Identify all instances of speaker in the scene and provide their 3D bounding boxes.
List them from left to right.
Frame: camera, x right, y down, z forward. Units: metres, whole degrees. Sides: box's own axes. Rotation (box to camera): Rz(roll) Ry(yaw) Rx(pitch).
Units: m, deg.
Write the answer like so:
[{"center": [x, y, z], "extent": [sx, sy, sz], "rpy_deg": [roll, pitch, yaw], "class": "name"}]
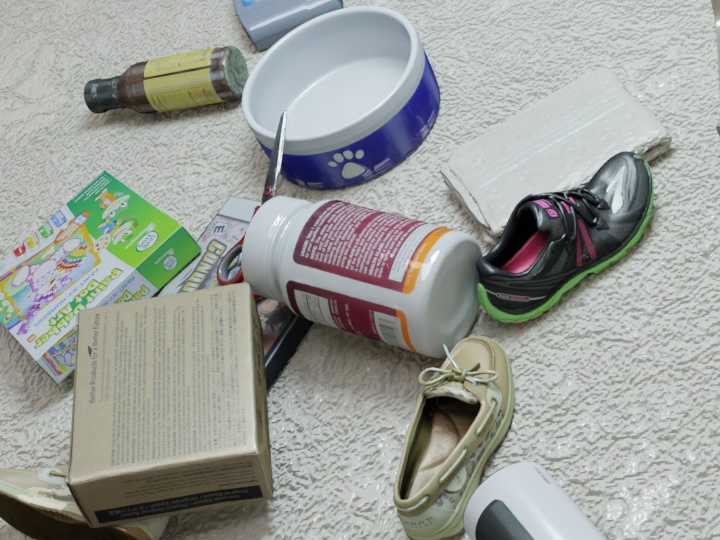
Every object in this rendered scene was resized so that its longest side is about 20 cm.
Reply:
[{"center": [0.158, 0.229, 1.080], "extent": [0.081, 0.081, 0.200], "rpy_deg": [-35, 43, -5], "class": "speaker"}]

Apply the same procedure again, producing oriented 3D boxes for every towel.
[{"center": [0.183, -0.108, 1.419], "extent": [0.200, 0.035, 0.133], "rpy_deg": [-30, 44, -1], "class": "towel"}]

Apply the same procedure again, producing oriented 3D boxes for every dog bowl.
[{"center": [-0.020, -0.182, 1.569], "extent": [0.200, 0.079, 0.200], "rpy_deg": [-15, 44, 16], "class": "dog bowl"}]

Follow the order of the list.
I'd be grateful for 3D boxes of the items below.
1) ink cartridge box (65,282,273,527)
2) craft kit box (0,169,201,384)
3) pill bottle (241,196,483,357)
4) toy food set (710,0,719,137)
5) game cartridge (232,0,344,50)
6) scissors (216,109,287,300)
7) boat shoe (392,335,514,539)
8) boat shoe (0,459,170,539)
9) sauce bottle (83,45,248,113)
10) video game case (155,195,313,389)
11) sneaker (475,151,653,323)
[{"center": [-0.166, 0.116, 1.315], "extent": [0.164, 0.075, 0.200], "rpy_deg": [-10, 46, 3], "class": "ink cartridge box"}, {"center": [-0.289, 0.001, 1.556], "extent": [0.200, 0.049, 0.197], "rpy_deg": [-44, 41, -11], "class": "craft kit box"}, {"center": [0.000, 0.000, 1.343], "extent": [0.200, 0.114, 0.114], "rpy_deg": [16, 59, 30], "class": "pill bottle"}, {"center": [0.395, -0.209, 1.374], "extent": [0.143, 0.060, 0.200], "rpy_deg": [-10, 46, 21], "class": "toy food set"}, {"center": [-0.090, -0.350, 1.801], "extent": [0.133, 0.040, 0.200], "rpy_deg": [-23, 43, 14], "class": "game cartridge"}, {"center": [-0.086, -0.065, 1.465], "extent": [0.073, 0.014, 0.200], "rpy_deg": [10, 73, 44], "class": "scissors"}, {"center": [0.077, 0.128, 1.232], "extent": [0.073, 0.063, 0.200], "rpy_deg": [-4, 48, 27], "class": "boat shoe"}, {"center": [-0.257, 0.206, 1.344], "extent": [0.200, 0.072, 0.065], "rpy_deg": [8, 49, 28], "class": "boat shoe"}, {"center": [-0.227, -0.216, 1.729], "extent": [0.199, 0.065, 0.065], "rpy_deg": [-4, 48, 25], "class": "sauce bottle"}, {"center": [-0.111, 0.017, 1.471], "extent": [0.180, 0.026, 0.200], "rpy_deg": [12, 57, 37], "class": "video game case"}, {"center": [0.182, -0.037, 1.313], "extent": [0.200, 0.084, 0.077], "rpy_deg": [-43, 46, -12], "class": "sneaker"}]
